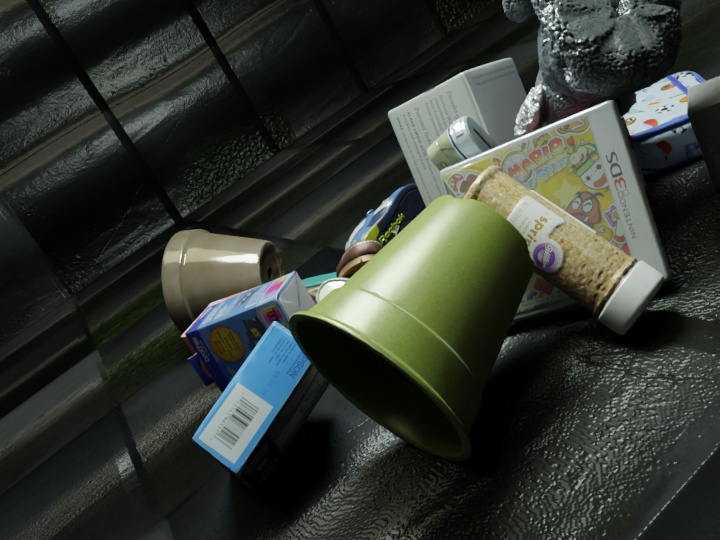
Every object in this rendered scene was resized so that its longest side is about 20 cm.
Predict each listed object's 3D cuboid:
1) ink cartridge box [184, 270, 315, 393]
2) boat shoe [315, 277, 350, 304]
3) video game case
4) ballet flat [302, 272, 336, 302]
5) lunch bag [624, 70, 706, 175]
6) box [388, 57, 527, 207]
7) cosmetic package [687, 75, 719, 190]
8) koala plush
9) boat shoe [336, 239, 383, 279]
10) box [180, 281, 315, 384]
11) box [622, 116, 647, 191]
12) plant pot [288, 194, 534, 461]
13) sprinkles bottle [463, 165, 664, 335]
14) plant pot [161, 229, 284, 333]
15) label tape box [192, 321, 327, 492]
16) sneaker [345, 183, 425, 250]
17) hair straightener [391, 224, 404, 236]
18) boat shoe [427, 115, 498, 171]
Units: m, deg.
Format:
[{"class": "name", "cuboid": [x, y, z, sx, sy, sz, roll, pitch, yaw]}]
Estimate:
[{"class": "ink cartridge box", "cuboid": [-0.144, 0.104, 0.961, 0.198, 0.138, 0.077, -21, 18, 30]}, {"class": "boat shoe", "cuboid": [0.028, 0.048, 0.795, 0.197, 0.068, 0.076, 17, 74, 26]}, {"class": "video game case", "cuboid": [0.198, -0.052, 0.739, 0.198, 0.185, 0.023, -19, -2, 33]}, {"class": "ballet flat", "cuboid": [-0.009, 0.026, 1.066, 0.197, 0.063, 0.067, -14, 15, 26]}, {"class": "lunch bag", "cuboid": [0.415, -0.208, 0.961, 0.158, 0.076, 0.201, -22, 22, 20]}, {"class": "box", "cuboid": [0.169, -0.175, 1.004, 0.129, 0.203, 0.198, -19, 8, 36]}, {"class": "cosmetic package", "cuboid": [0.467, -0.176, 0.753, 0.198, 0.108, 0.091, -21, 22, 33]}, {"class": "koala plush", "cuboid": [0.250, -0.228, 0.784, 0.174, 0.186, 0.201, -13, -26, -8]}, {"class": "boat shoe", "cuboid": [0.000, 0.000, 0.919, 0.069, 0.072, 0.201, -5, -21, -6]}, {"class": "box", "cuboid": [-0.163, 0.092, 1.075, 0.198, 0.104, 0.095, -17, 23, 34]}, {"class": "box", "cuboid": [0.265, -0.108, 0.835, 0.094, 0.101, 0.199, -17, 9, 36]}, {"class": "plant pot", "cuboid": [0.065, 0.037, 0.658, 0.191, 0.201, 0.199, -52, 26, -22]}, {"class": "sprinkles bottle", "cuboid": [0.191, -0.023, 0.685, 0.199, 0.069, 0.068, 38, 62, 22]}, {"class": "plant pot", "cuboid": [-0.240, 0.015, 1.286, 0.170, 0.203, 0.201, -8, 26, 17]}, {"class": "label tape box", "cuboid": [-0.100, 0.163, 0.779, 0.145, 0.063, 0.201, -55, -15, -20]}, {"class": "sneaker", "cuboid": [0.045, -0.085, 1.232, 0.082, 0.075, 0.200, -9, 28, 52]}, {"class": "hair straightener", "cuboid": [0.074, -0.029, 1.019, 0.041, 0.076, 0.200, -60, 2, 27]}, {"class": "boat shoe", "cuboid": [0.159, -0.106, 0.853, 0.062, 0.200, 0.073, -27, 35, 33]}]
